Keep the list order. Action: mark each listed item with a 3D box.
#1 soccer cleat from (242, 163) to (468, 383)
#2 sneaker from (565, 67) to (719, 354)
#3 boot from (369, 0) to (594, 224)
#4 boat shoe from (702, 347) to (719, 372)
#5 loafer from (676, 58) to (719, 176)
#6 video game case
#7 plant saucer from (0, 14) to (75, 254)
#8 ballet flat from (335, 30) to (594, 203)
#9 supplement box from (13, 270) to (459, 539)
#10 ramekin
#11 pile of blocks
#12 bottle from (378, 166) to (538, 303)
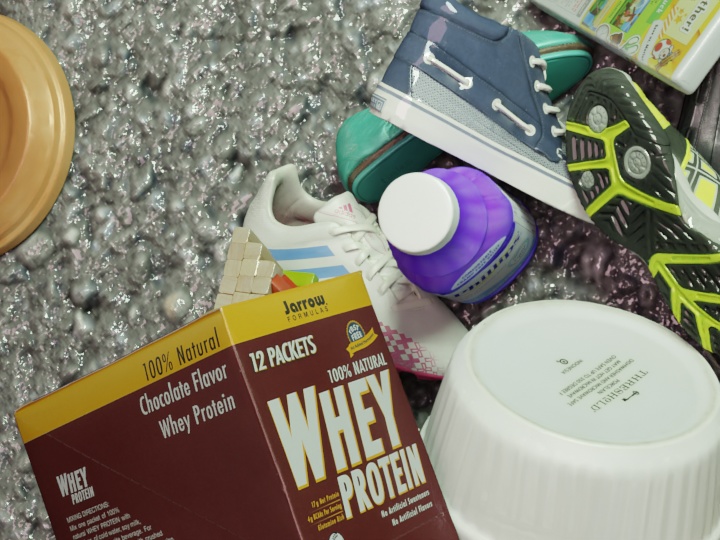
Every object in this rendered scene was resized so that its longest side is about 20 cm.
[{"bbox_3d":[0.000,0.000,1.049,0.199,0.070,0.087,32,125,19],"label":"soccer cleat"},{"bbox_3d":[0.200,-0.040,0.958,0.075,0.076,0.202,-40,75,43],"label":"sneaker"},{"bbox_3d":[0.108,-0.102,0.989,0.198,0.073,0.091,24,96,-24],"label":"boot"},{"bbox_3d":[0.280,0.070,0.967,0.072,0.060,0.202,-42,75,10],"label":"boat shoe"},{"bbox_3d":[0.229,-0.142,0.997,0.069,0.068,0.204,3,90,8],"label":"loafer"},{"bbox_3d":[0.216,-0.230,0.982,0.201,0.023,0.182,-54,37,7],"label":"video game case"},{"bbox_3d":[-0.319,-0.107,1.191,0.197,0.037,0.203,-2,84,18],"label":"plant saucer"},{"bbox_3d":[0.064,-0.125,1.055,0.199,0.067,0.071,-31,58,11],"label":"ballet flat"},{"bbox_3d":[-0.070,0.135,0.898,0.196,0.132,0.202,-25,83,37],"label":"supplement box"},{"bbox_3d":[0.134,0.099,0.931,0.200,0.202,0.095,17,121,18],"label":"ramekin"},{"bbox_3d":[-0.041,0.055,1.033,0.061,0.202,0.083,6,46,18],"label":"pile of blocks"},{"bbox_3d":[0.061,-0.025,0.974,0.084,0.200,0.065,-45,74,8],"label":"bottle"}]
